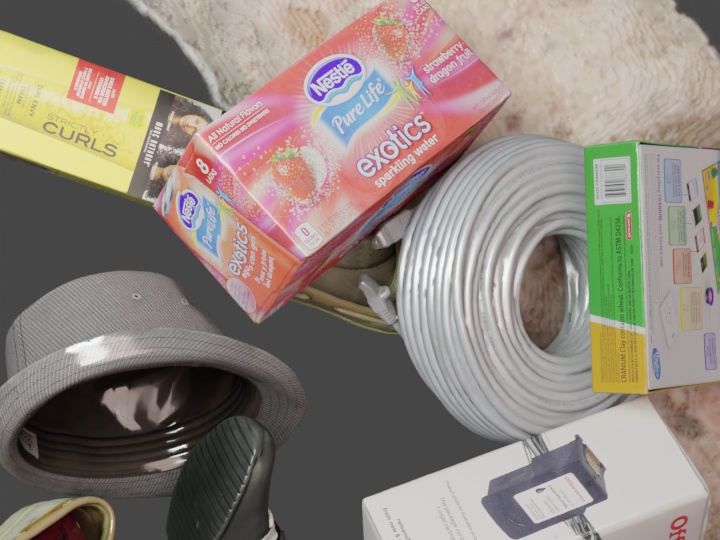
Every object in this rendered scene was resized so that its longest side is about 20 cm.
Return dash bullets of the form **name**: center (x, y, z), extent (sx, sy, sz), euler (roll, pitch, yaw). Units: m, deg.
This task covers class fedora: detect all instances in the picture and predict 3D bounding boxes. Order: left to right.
- **fedora**: center (-0.140, 0.062, 1.221), extent (0.199, 0.177, 0.091), euler (6, 52, -34)

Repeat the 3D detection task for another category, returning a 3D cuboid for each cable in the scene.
- **cable**: center (0.115, 0.012, 1.274), extent (0.200, 0.069, 0.201), euler (-44, 113, -26)

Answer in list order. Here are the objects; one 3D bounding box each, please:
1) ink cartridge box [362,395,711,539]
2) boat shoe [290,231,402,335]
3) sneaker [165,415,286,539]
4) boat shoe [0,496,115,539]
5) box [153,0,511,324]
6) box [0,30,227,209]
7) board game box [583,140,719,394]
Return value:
- **ink cartridge box**: center (0.108, 0.180, 1.253), extent (0.199, 0.145, 0.085), euler (-18, 53, -13)
- **boat shoe**: center (0.000, -0.003, 1.279), extent (0.199, 0.063, 0.074), euler (15, 85, -13)
- **sneaker**: center (-0.075, 0.175, 1.236), extent (0.088, 0.074, 0.201), euler (7, 122, -25)
- **boat shoe**: center (-0.209, 0.200, 1.173), extent (0.074, 0.066, 0.200), euler (49, 39, -17)
- **box**: center (-0.016, -0.075, 1.221), extent (0.103, 0.095, 0.200), euler (48, 56, 6)
- **box**: center (-0.182, -0.095, 1.249), extent (0.199, 0.050, 0.076), euler (20, 84, -11)
- **board game box**: center (0.215, -0.002, 1.280), extent (0.199, 0.040, 0.155), euler (0, 88, -52)
